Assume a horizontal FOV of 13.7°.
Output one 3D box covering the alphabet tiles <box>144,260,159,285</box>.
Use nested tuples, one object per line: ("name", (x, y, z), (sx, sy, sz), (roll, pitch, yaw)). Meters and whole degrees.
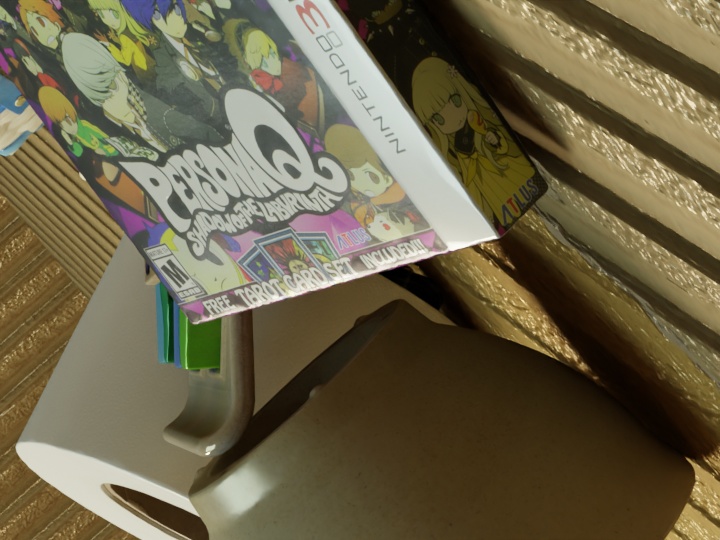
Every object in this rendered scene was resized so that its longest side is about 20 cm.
("alphabet tiles", (-0.089, -0.079, 1.271), (0.200, 0.008, 0.167), (150, 118, -80))

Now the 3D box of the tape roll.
("tape roll", (-0.050, 0.071, 1.467), (0.202, 0.139, 0.203), (24, 166, 6))

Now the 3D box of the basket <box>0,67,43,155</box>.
("basket", (-0.254, -0.153, 1.769), (0.176, 0.139, 0.200), (47, -178, 25))

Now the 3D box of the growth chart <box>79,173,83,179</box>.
("growth chart", (-0.157, -0.034, 2.274), (0.200, 0.018, 0.145), (46, 171, 16))

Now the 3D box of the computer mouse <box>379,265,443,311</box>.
("computer mouse", (0.000, 0.000, 1.511), (0.059, 0.034, 0.200), (37, 170, -19))

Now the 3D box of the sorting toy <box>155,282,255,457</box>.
("sorting toy", (-0.069, -0.024, 1.265), (0.185, 0.036, 0.200), (172, 100, -81))

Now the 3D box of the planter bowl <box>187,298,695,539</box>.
("planter bowl", (0.017, 0.097, 1.206), (0.135, 0.200, 0.200), (48, 173, -6))

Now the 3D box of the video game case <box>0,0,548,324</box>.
("video game case", (-0.050, -0.073, 1.066), (0.200, 0.036, 0.181), (-15, 114, 53))
